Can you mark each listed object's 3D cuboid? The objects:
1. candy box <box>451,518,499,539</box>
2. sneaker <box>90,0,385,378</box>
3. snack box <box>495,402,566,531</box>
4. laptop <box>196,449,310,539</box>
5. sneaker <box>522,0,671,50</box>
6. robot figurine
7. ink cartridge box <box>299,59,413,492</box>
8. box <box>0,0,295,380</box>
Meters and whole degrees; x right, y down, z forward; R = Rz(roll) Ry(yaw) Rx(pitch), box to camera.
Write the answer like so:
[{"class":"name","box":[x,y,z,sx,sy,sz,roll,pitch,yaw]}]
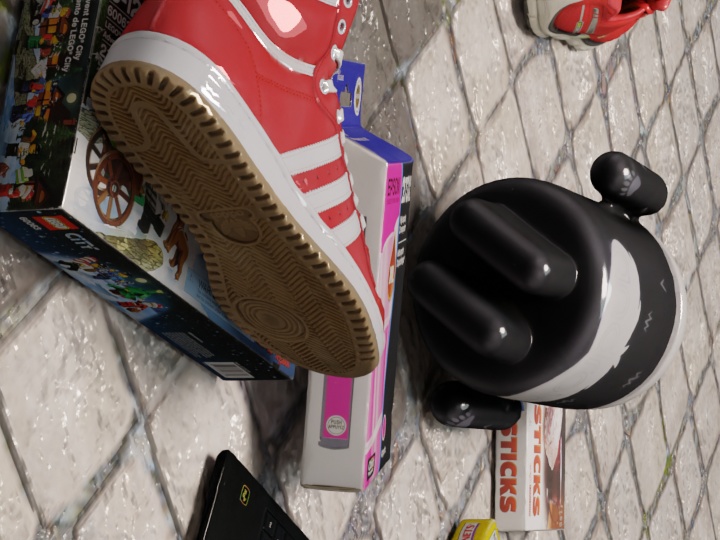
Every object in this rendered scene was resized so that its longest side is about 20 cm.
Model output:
[{"class":"candy box","box":[0.073,0.256,1.140,0.102,0.026,0.200,-58,140,-55]},{"class":"sneaker","box":[-0.029,-0.051,0.785,0.200,0.071,0.113,60,41,-44]},{"class":"snack box","box":[0.109,0.064,1.231,0.072,0.024,0.201,14,76,-63]},{"class":"laptop","box":[-0.002,0.205,0.883,0.200,0.103,0.178,56,39,-50]},{"class":"sneaker","box":[0.174,-0.186,1.316,0.200,0.085,0.077,-25,112,-64]},{"class":"robot figurine","box":[0.106,0.015,1.105,0.200,0.150,0.125,15,61,-58]},{"class":"ink cartridge box","box":[0.000,0.000,0.933,0.095,0.037,0.201,-25,118,-80]},{"class":"box","box":[-0.076,-0.049,0.811,0.200,0.038,0.137,42,51,-58]}]
